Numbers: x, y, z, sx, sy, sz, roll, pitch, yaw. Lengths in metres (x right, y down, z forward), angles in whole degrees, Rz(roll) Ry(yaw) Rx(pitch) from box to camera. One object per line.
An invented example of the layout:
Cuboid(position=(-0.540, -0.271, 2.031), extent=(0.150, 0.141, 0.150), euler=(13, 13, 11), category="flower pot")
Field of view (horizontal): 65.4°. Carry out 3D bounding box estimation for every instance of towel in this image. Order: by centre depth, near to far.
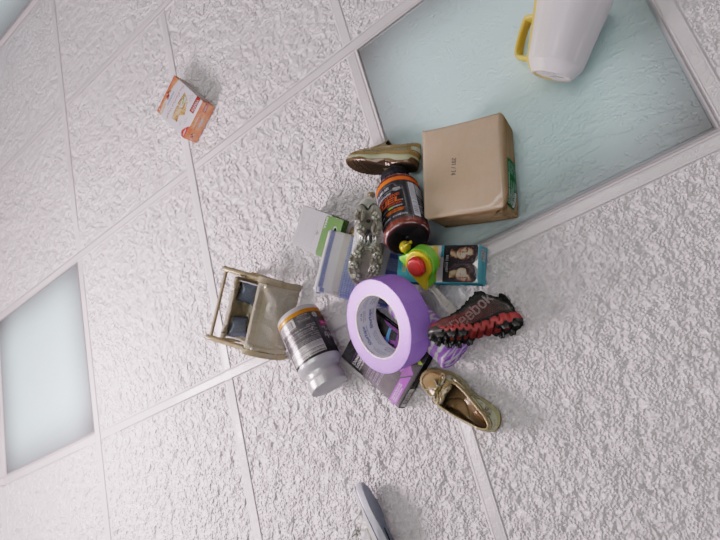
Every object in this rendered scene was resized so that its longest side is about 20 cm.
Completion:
Cuboid(position=(0.000, 0.000, 1.296), extent=(0.024, 0.196, 0.150), euler=(-162, 86, -79), category="towel")

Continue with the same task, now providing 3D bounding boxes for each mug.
Cuboid(position=(0.400, -0.465, 1.124), extent=(0.146, 0.187, 0.156), euler=(14, 101, 2), category="mug")

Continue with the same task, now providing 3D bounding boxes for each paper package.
Cuboid(position=(0.233, -0.208, 1.197), extent=(0.187, 0.103, 0.205), euler=(-6, 78, 33), category="paper package")

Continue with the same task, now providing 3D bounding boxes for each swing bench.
Cuboid(position=(-0.279, 0.112, 1.480), extent=(0.197, 0.129, 0.203), euler=(13, 89, 34), category="swing bench")

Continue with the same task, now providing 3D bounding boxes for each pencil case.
Cuboid(position=(0.145, 0.120, 1.222), extent=(0.085, 0.084, 0.200), euler=(-43, 61, -3), category="pencil case")

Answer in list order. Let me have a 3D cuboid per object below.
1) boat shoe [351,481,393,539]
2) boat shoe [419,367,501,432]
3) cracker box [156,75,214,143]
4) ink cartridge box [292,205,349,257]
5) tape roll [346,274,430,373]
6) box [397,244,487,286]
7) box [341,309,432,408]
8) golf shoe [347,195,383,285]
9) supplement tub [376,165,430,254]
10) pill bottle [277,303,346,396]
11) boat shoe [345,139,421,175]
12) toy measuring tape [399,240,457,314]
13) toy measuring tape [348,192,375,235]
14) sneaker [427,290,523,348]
Cuboid(position=(0.017, 0.579, 1.235), extent=(0.085, 0.075, 0.205), euler=(-30, 73, 8), category="boat shoe")
Cuboid(position=(0.200, 0.266, 1.169), extent=(0.198, 0.062, 0.075), euler=(27, 98, 35), category="boat shoe")
Cuboid(position=(-0.569, -0.524, 1.820), extent=(0.200, 0.057, 0.135), euler=(42, 106, 31), category="cracker box")
Cuboid(position=(-0.088, -0.088, 1.390), extent=(0.199, 0.059, 0.106), euler=(25, 98, 52), category="ink cartridge box")
Cuboid(position=(0.057, 0.114, 1.204), extent=(0.198, 0.065, 0.205), euler=(16, 111, 45), category="tape roll")
Cuboid(position=(0.177, -0.011, 1.235), extent=(0.197, 0.049, 0.084), euler=(0, 83, 35), category="box")
Cuboid(position=(0.058, 0.196, 1.293), extent=(0.199, 0.036, 0.145), euler=(35, 103, 34), category="box")
Cuboid(position=(0.016, -0.068, 1.247), extent=(0.076, 0.098, 0.204), euler=(7, 119, -3), category="golf shoe")
Cuboid(position=(0.091, -0.142, 1.262), extent=(0.106, 0.106, 0.203), euler=(-32, 45, 26), category="supplement tub")
Cuboid(position=(-0.116, 0.193, 1.364), extent=(0.116, 0.116, 0.202), euler=(-39, 64, 23), category="pill bottle")
Cuboid(position=(0.058, -0.279, 1.356), extent=(0.196, 0.072, 0.078), euler=(7, 72, 27), category="boat shoe")
Cuboid(position=(0.156, 0.010, 1.174), extent=(0.074, 0.073, 0.201), euler=(-45, 81, 19), category="toy measuring tape")
Cuboid(position=(0.010, -0.082, 1.345), extent=(0.073, 0.073, 0.203), euler=(23, 91, 34), category="toy measuring tape")
Cuboid(position=(0.225, 0.095, 1.138), extent=(0.196, 0.071, 0.099), euler=(-11, 59, -6), category="sneaker")
